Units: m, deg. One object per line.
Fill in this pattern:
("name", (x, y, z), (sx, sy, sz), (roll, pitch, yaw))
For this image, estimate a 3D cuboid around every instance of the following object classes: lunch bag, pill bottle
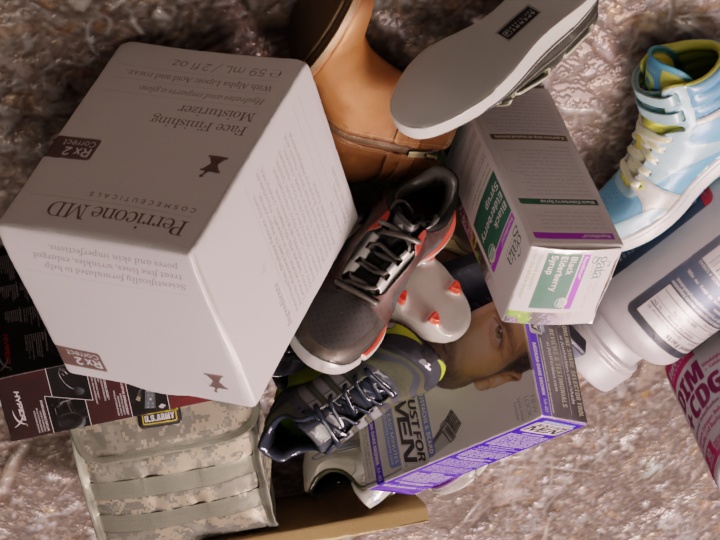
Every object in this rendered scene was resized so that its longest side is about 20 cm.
("lunch bag", (-0.163, 0.131, 1.650), (0.163, 0.118, 0.201), (-10, 125, -2))
("pill bottle", (0.335, 0.101, 1.706), (0.113, 0.201, 0.114), (-8, 133, -9))
("pill bottle", (0.263, 0.010, 1.660), (0.200, 0.120, 0.119), (-38, 130, 19))

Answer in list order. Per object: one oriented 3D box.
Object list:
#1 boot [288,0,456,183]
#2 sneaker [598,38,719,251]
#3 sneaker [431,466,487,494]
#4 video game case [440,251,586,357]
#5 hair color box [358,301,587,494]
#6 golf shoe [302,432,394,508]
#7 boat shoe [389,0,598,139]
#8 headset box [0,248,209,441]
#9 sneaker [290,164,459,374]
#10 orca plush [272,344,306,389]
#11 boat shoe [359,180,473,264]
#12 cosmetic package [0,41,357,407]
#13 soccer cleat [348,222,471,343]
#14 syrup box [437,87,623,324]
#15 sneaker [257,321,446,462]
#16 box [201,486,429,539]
("boot", (0.014, -0.145, 1.485), (0.154, 0.074, 0.200), (8, 139, -22))
("sneaker", (0.236, -0.111, 1.574), (0.200, 0.080, 0.130), (-42, 131, 10))
("sneaker", (0.095, 0.112, 1.750), (0.083, 0.081, 0.201), (19, 118, -9))
("video game case", (0.070, 0.053, 1.639), (0.199, 0.019, 0.143), (-21, 132, 33))
("hair color box", (0.084, 0.102, 1.584), (0.199, 0.110, 0.065), (-27, 153, 38))
("golf shoe", (0.038, 0.167, 1.697), (0.199, 0.098, 0.078), (-4, 146, 33))
("boat shoe", (0.108, -0.155, 1.467), (0.200, 0.071, 0.064), (-38, 146, -15))
("headset box", (-0.191, 0.040, 1.535), (0.199, 0.149, 0.078), (-11, 134, -7))
("sneaker", (0.011, -0.011, 1.480), (0.077, 0.200, 0.082), (32, 149, 5))
("orca plush", (-0.050, 0.038, 1.553), (0.071, 0.106, 0.200), (-9, 173, 8))
("boat shoe", (0.085, -0.010, 1.629), (0.199, 0.072, 0.068), (29, 126, -26))
("cosmetic package", (-0.127, -0.036, 1.415), (0.164, 0.201, 0.166), (8, 139, 25))
("soccer cleat", (0.000, 0.000, 1.568), (0.199, 0.069, 0.078), (32, 147, 7))
("syrup box", (0.129, -0.054, 1.508), (0.081, 0.201, 0.079), (2, 131, -18))
("sneaker", (-0.008, 0.107, 1.563), (0.074, 0.081, 0.200), (44, 136, -15))
("box", (-0.049, 0.224, 1.750), (0.199, 0.163, 0.021), (-9, 94, -8))
